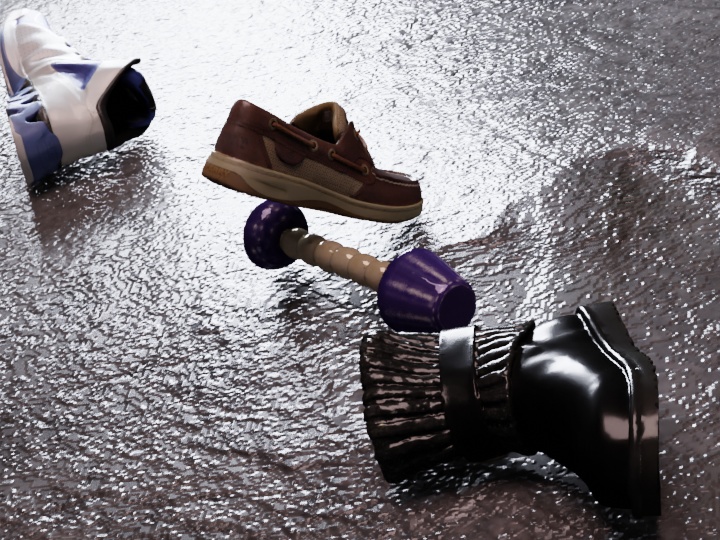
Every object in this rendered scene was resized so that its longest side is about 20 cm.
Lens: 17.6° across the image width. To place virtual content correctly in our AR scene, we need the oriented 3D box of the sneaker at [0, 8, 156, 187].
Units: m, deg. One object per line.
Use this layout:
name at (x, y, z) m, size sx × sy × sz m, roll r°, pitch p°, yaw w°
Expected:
sneaker at (-0.224, -0.140, 1.858) m, size 0.115 × 0.081 × 0.200 m, roll -12°, pitch 35°, yaw -5°

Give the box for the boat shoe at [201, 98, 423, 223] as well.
boat shoe at (-0.022, -0.078, 1.565) m, size 0.072 × 0.072 × 0.200 m, roll 20°, pitch 7°, yaw 43°

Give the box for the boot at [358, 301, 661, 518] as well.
boot at (0.082, 0.085, 1.297) m, size 0.157 × 0.080 × 0.211 m, roll -7°, pitch 17°, yaw -3°

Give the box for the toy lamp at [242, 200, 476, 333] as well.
toy lamp at (0.000, 0.000, 1.520) m, size 0.058 × 0.058 × 0.200 m, roll -29°, pitch 29°, yaw -27°
